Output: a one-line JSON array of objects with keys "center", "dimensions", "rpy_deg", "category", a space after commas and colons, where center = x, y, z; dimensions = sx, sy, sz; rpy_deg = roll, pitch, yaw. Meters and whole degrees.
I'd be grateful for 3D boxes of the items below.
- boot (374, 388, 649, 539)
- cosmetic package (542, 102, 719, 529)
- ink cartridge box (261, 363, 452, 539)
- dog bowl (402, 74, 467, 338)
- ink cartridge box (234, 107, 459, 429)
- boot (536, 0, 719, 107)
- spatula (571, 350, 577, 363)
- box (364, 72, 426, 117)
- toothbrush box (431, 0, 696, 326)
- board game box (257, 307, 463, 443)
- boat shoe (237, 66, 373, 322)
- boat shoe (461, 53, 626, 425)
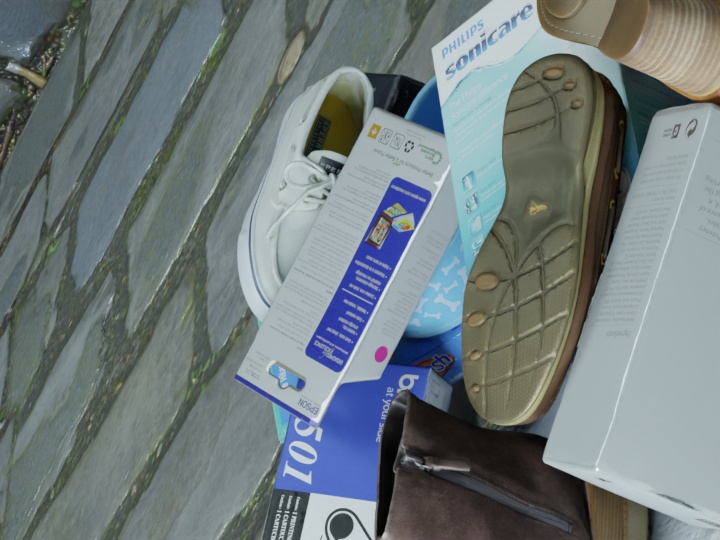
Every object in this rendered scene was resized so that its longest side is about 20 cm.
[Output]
[{"center": [0.077, 0.171, 1.175], "dimensions": [0.072, 0.165, 0.201], "rpy_deg": [-45, 31, 45], "category": "boot"}, {"center": [0.178, 0.025, 1.168], "dimensions": [0.202, 0.101, 0.074], "rpy_deg": [-69, 18, -8], "category": "cosmetic package"}, {"center": [-0.010, 0.158, 1.414], "dimensions": [0.093, 0.044, 0.202], "rpy_deg": [4, 72, 25], "category": "ink cartridge box"}, {"center": [0.058, -0.055, 1.476], "dimensions": [0.111, 0.050, 0.201], "rpy_deg": [14, 70, 44], "category": "dog bowl"}, {"center": [0.000, 0.000, 1.421], "dimensions": [0.094, 0.037, 0.201], "rpy_deg": [26, 86, 48], "category": "ink cartridge box"}, {"center": [0.187, -0.132, 1.229], "dimensions": [0.074, 0.154, 0.200], "rpy_deg": [-64, 23, 22], "category": "boot"}, {"center": [0.096, -0.034, 1.412], "dimensions": [0.020, 0.056, 0.202], "rpy_deg": [-26, 72, 51], "category": "spatula"}, {"center": [0.013, -0.040, 1.691], "dimensions": [0.202, 0.104, 0.148], "rpy_deg": [-69, 19, 0], "category": "box"}, {"center": [0.130, -0.078, 1.332], "dimensions": [0.146, 0.085, 0.202], "rpy_deg": [-36, 50, 38], "category": "toothbrush box"}, {"center": [0.023, 0.020, 1.521], "dimensions": [0.199, 0.045, 0.153], "rpy_deg": [-32, 46, 19], "category": "board game box"}, {"center": [-0.024, -0.056, 1.517], "dimensions": [0.086, 0.074, 0.203], "rpy_deg": [-43, 25, 51], "category": "boat shoe"}, {"center": [0.108, -0.012, 1.210], "dimensions": [0.072, 0.067, 0.202], "rpy_deg": [6, 82, 42], "category": "boat shoe"}]
